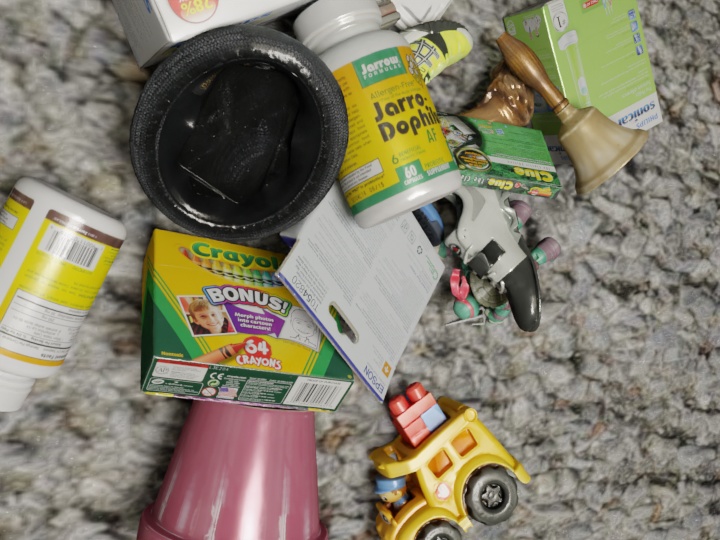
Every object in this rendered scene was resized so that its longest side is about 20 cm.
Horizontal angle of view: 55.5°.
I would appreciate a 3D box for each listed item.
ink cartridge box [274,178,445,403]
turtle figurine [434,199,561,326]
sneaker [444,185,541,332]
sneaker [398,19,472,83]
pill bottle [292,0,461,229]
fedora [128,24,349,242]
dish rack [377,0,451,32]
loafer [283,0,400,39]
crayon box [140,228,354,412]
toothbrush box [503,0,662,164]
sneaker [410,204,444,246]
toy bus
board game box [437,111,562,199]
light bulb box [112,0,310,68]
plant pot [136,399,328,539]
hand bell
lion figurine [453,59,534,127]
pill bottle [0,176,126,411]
[{"bbox_3d":[0.000,0.000,0.721,0.200,0.040,0.201,55,48,-31],"label":"ink cartridge box"},{"bbox_3d":[0.162,0.007,0.869,0.200,0.100,0.151,-41,112,-20],"label":"turtle figurine"},{"bbox_3d":[0.143,-0.020,0.782,0.087,0.074,0.203,-14,72,-6],"label":"sneaker"},{"bbox_3d":[0.052,-0.223,0.770,0.198,0.075,0.077,-25,83,-28],"label":"sneaker"},{"bbox_3d":[0.011,-0.152,0.648,0.112,0.113,0.203,-22,91,-19],"label":"pill bottle"},{"bbox_3d":[-0.106,-0.128,0.614,0.197,0.092,0.203,-4,126,-5],"label":"fedora"},{"bbox_3d":[0.044,-0.376,0.778,0.199,0.043,0.173,37,82,-26],"label":"dish rack"},{"bbox_3d":[-0.051,-0.255,0.739,0.198,0.072,0.063,-30,97,-10],"label":"loafer"},{"bbox_3d":[-0.119,0.050,0.703,0.197,0.174,0.059,11,130,-26],"label":"crayon box"},{"bbox_3d":[0.289,-0.258,0.885,0.144,0.086,0.202,-28,108,-17],"label":"toothbrush box"},{"bbox_3d":[0.038,-0.116,0.797,0.200,0.066,0.079,45,57,-14],"label":"sneaker"},{"bbox_3d":[0.079,0.246,0.856,0.199,0.136,0.193,-38,99,-12],"label":"toy bus"},{"bbox_3d":[0.120,-0.135,0.765,0.197,0.106,0.024,8,135,-11],"label":"board game box"},{"bbox_3d":[-0.125,-0.285,0.628,0.196,0.199,0.126,-27,109,-19],"label":"light bulb box"},{"bbox_3d":[-0.124,0.224,0.720,0.197,0.199,0.182,10,87,-25],"label":"plant pot"},{"bbox_3d":[0.228,-0.197,0.801,0.200,0.104,0.104,46,79,-5],"label":"hand bell"},{"bbox_3d":[0.139,-0.172,0.837,0.198,0.072,0.124,-29,112,-19],"label":"lion figurine"},{"bbox_3d":[-0.311,0.024,0.643,0.108,0.109,0.202,28,87,-25],"label":"pill bottle"}]
